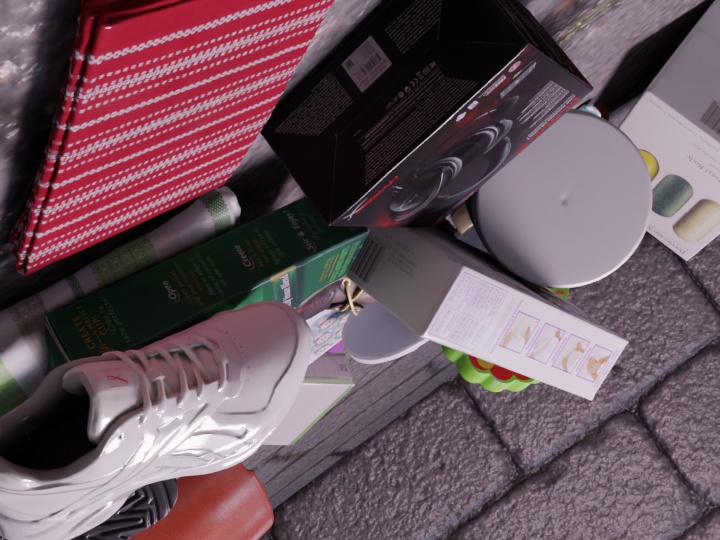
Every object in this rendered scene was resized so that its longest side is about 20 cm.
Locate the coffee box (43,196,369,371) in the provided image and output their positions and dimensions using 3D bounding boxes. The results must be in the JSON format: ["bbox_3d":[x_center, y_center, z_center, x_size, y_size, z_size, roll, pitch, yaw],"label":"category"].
[{"bbox_3d":[-0.097,0.027,0.648,0.199,0.044,0.123,-27,163,-26],"label":"coffee box"}]

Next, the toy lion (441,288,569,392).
[{"bbox_3d":[0.162,0.033,1.158,0.199,0.192,0.069,-29,166,-31],"label":"toy lion"}]

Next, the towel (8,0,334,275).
[{"bbox_3d":[-0.086,-0.077,0.478,0.144,0.023,0.200,-30,168,-37],"label":"towel"}]

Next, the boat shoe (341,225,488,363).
[{"bbox_3d":[0.072,0.030,0.987,0.199,0.074,0.065,-31,156,-8],"label":"boat shoe"}]

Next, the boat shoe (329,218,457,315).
[{"bbox_3d":[0.000,0.000,0.836,0.199,0.060,0.072,-15,147,-32],"label":"boat shoe"}]

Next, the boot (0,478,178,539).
[{"bbox_3d":[-0.211,0.137,0.699,0.164,0.066,0.200,-20,-162,-13],"label":"boot"}]

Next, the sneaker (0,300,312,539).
[{"bbox_3d":[-0.110,0.071,0.540,0.199,0.078,0.100,-32,157,-17],"label":"sneaker"}]

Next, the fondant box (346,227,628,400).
[{"bbox_3d":[0.084,0.019,0.769,0.199,0.144,0.059,21,101,-40],"label":"fondant box"}]

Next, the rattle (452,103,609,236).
[{"bbox_3d":[0.205,-0.062,1.073,0.199,0.143,0.130,-31,150,5],"label":"rattle"}]

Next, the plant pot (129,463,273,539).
[{"bbox_3d":[-0.201,0.245,0.983,0.195,0.201,0.201,-37,169,-27],"label":"plant pot"}]

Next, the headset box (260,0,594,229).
[{"bbox_3d":[0.052,-0.100,0.642,0.149,0.077,0.200,-41,166,19],"label":"headset box"}]

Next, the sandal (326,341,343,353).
[{"bbox_3d":[-0.006,0.057,1.124,0.082,0.050,0.203,-32,167,-19],"label":"sandal"}]

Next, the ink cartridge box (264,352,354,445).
[{"bbox_3d":[-0.125,0.141,1.123,0.199,0.048,0.146,7,141,-36],"label":"ink cartridge box"}]

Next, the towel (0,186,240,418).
[{"bbox_3d":[-0.166,0.025,0.639,0.199,0.031,0.149,-30,164,-18],"label":"towel"}]

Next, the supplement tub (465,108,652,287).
[{"bbox_3d":[0.150,-0.062,0.824,0.132,0.132,0.200,-38,-178,8],"label":"supplement tub"}]

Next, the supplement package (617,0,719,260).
[{"bbox_3d":[0.354,-0.140,1.060,0.151,0.151,0.200,-49,173,-19],"label":"supplement package"}]

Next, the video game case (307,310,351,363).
[{"bbox_3d":[-0.013,0.016,0.959,0.200,0.024,0.182,-38,160,5],"label":"video game case"}]
